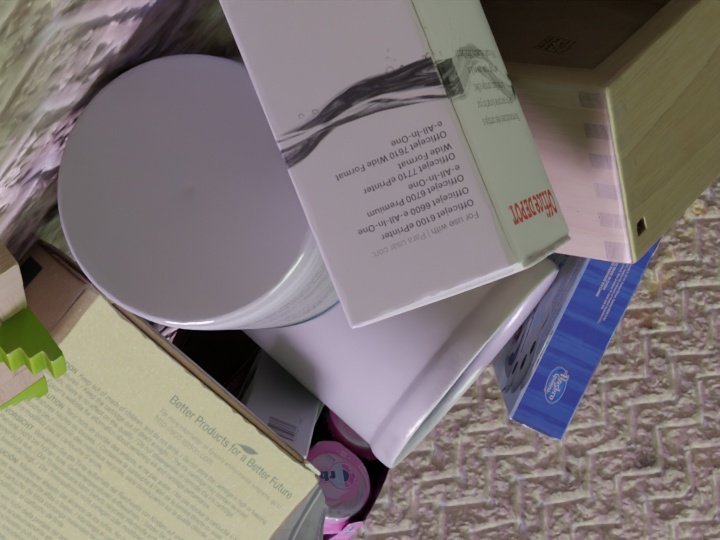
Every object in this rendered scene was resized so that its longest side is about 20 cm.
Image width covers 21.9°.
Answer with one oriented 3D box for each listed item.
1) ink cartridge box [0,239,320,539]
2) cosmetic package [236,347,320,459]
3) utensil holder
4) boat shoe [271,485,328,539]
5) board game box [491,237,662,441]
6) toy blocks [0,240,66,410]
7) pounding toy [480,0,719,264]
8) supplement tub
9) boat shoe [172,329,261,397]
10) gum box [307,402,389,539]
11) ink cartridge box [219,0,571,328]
[{"bbox_3d":[-0.144,0.108,0.979,0.165,0.075,0.200,-49,128,-6],"label":"ink cartridge box"},{"bbox_3d":[-0.078,0.138,1.255,0.200,0.052,0.151,-78,-169,-72],"label":"cosmetic package"},{"bbox_3d":[0.000,0.000,1.213,0.170,0.200,0.170,-48,173,-8],"label":"utensil holder"},{"bbox_3d":[-0.046,0.220,1.201,0.200,0.068,0.072,-70,-174,-52],"label":"boat shoe"},{"bbox_3d":[0.154,-0.002,1.275,0.199,0.043,0.200,-93,-151,-80],"label":"board game box"},{"bbox_3d":[-0.202,0.041,0.744,0.137,0.100,0.200,-35,168,-16],"label":"toy blocks"},{"bbox_3d":[0.102,-0.086,1.016,0.184,0.200,0.142,-41,129,-40],"label":"pounding toy"},{"bbox_3d":[-0.064,-0.034,0.949,0.132,0.132,0.200,-50,173,5],"label":"supplement tub"},{"bbox_3d":[-0.081,0.022,1.367,0.200,0.072,0.068,-53,169,-29],"label":"boat shoe"},{"bbox_3d":[-0.010,0.117,1.375,0.200,0.066,0.114,-66,-174,-31],"label":"gum box"},{"bbox_3d":[0.013,-0.086,0.837,0.084,0.200,0.145,-22,180,16],"label":"ink cartridge box"}]
